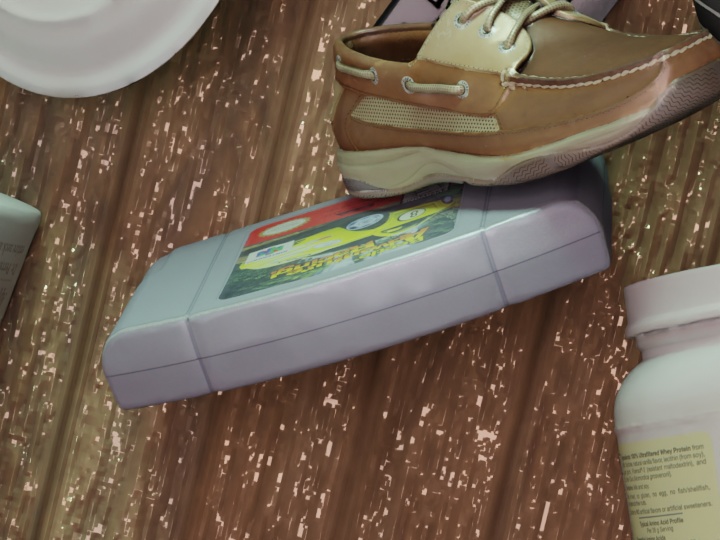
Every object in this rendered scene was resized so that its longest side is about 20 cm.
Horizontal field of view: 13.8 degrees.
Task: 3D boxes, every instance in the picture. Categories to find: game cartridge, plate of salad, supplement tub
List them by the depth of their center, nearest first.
[{"bbox_3d":[0.174,0.095,1.116,0.145,0.145,0.201,-9,85,10],"label":"supplement tub"},{"bbox_3d":[0.000,0.000,1.160,0.199,0.133,0.041,-17,107,9],"label":"game cartridge"},{"bbox_3d":[-0.108,-0.170,1.217,0.200,0.048,0.201,-2,87,39],"label":"plate of salad"}]

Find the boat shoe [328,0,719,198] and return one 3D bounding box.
[{"bbox_3d":[0.054,-0.074,1.131,0.200,0.076,0.072,-7,103,47],"label":"boat shoe"}]

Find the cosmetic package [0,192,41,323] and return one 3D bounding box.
[{"bbox_3d":[-0.255,0.036,1.189,0.166,0.167,0.200,20,90,10],"label":"cosmetic package"}]

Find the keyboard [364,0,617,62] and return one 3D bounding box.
[{"bbox_3d":[0.065,-0.162,1.213,0.127,0.021,0.200,37,93,10],"label":"keyboard"}]

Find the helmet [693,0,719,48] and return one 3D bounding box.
[{"bbox_3d":[0.217,-0.111,1.094,0.199,0.191,0.201,-1,87,11],"label":"helmet"}]
